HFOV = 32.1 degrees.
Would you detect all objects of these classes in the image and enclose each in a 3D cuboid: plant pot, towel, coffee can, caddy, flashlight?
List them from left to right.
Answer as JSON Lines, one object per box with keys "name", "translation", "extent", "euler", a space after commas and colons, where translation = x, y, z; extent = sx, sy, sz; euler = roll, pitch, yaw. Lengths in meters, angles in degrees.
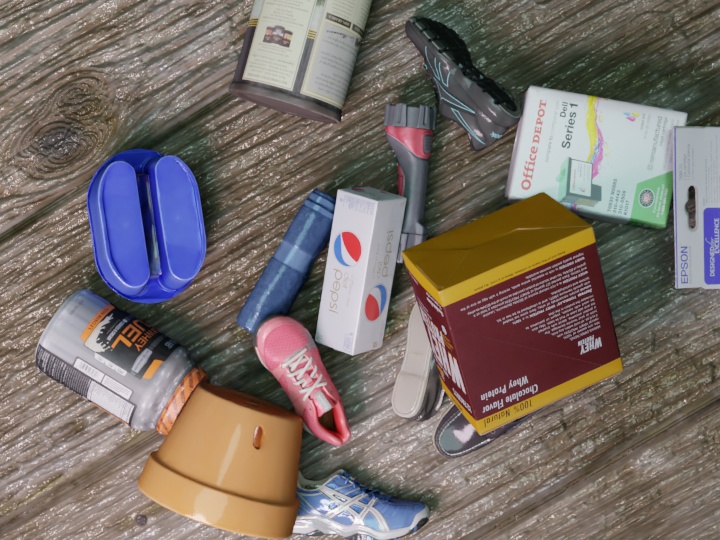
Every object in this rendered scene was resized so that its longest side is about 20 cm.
{"name": "caddy", "translation": [-0.273, -0.059, 1.605], "extent": [0.141, 0.105, 0.201], "euler": [-8, 89, -19]}
{"name": "plant pot", "translation": [-0.157, 0.226, 1.528], "extent": [0.199, 0.200, 0.141], "euler": [18, 90, 5]}
{"name": "towel", "translation": [-0.085, -0.007, 1.581], "extent": [0.048, 0.112, 0.201], "euler": [31, 92, 5]}
{"name": "coffee can", "translation": [-0.068, -0.299, 1.562], "extent": [0.146, 0.146, 0.201], "euler": [16, 91, 5]}
{"name": "flashlight", "translation": [0.055, -0.112, 1.596], "extent": [0.068, 0.068, 0.201], "euler": [6, 95, -8]}

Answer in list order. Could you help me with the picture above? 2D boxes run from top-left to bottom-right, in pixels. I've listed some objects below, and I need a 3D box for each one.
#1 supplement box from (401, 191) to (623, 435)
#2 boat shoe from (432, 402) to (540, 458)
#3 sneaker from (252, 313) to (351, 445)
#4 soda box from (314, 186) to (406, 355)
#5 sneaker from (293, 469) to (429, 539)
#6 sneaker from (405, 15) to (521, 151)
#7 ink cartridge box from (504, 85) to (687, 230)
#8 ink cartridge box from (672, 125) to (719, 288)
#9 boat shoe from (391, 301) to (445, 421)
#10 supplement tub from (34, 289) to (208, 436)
{"name": "supplement box", "translation": [0.181, 0.049, 1.491], "extent": [0.196, 0.133, 0.201], "euler": [-23, 116, -9]}
{"name": "boat shoe", "translation": [0.176, 0.171, 1.582], "extent": [0.199, 0.065, 0.072], "euler": [-33, 89, 5]}
{"name": "sneaker", "translation": [-0.061, 0.137, 1.553], "extent": [0.074, 0.087, 0.201], "euler": [-36, 121, -12]}
{"name": "soda box", "translation": [0.000, 0.000, 1.567], "extent": [0.063, 0.068, 0.201], "euler": [19, 107, 32]}
{"name": "sneaker", "translation": [-0.011, 0.298, 1.593], "extent": [0.199, 0.076, 0.078], "euler": [2, 95, 4]}
{"name": "sneaker", "translation": [0.114, -0.238, 1.582], "extent": [0.200, 0.075, 0.079], "euler": [52, 127, 18]}
{"name": "ink cartridge box", "translation": [0.291, -0.140, 1.562], "extent": [0.199, 0.084, 0.146], "euler": [11, 91, 5]}
{"name": "ink cartridge box", "translation": [0.461, -0.078, 1.535], "extent": [0.199, 0.043, 0.199], "euler": [-1, 91, -19]}
{"name": "boat shoe", "translation": [0.095, 0.097, 1.601], "extent": [0.067, 0.057, 0.201], "euler": [17, 88, 40]}
{"name": "supplement tub", "translation": [-0.302, 0.122, 1.596], "extent": [0.199, 0.123, 0.123], "euler": [30, 93, 3]}
